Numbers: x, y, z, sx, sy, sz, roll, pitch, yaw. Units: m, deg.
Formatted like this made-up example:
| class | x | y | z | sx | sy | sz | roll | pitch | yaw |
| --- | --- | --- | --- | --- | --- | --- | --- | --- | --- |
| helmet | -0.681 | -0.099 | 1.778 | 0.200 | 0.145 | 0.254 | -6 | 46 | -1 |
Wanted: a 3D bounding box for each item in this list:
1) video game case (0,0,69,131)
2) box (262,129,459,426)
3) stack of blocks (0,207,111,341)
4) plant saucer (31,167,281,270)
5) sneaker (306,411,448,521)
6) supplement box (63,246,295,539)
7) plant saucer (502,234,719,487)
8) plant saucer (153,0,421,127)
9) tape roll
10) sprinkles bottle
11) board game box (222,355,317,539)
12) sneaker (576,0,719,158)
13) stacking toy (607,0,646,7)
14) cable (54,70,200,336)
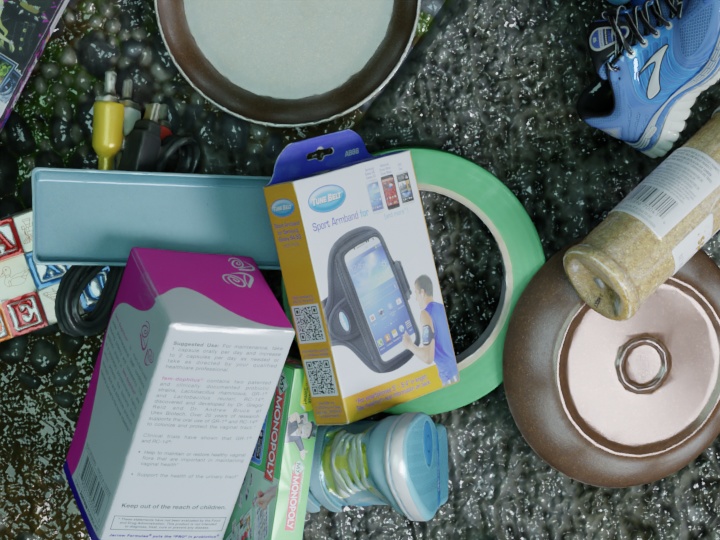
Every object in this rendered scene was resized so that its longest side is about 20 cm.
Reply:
| class | x | y | z | sx | sy | sz | roll | pitch | yaw |
| --- | --- | --- | --- | --- | --- | --- | --- | --- | --- |
| video game case | -0.339 | -0.178 | 1.638 | 0.199 | 0.036 | 0.182 | 25 | 76 | -3 |
| box | 0.000 | 0.000 | 1.600 | 0.119 | 0.041 | 0.201 | -18 | 99 | -42 |
| stack of blocks | -0.288 | -0.002 | 1.671 | 0.199 | 0.059 | 0.116 | -18 | 96 | 2 |
| plant saucer | -0.144 | -0.036 | 1.613 | 0.199 | 0.019 | 0.070 | 1 | 82 | -25 |
| sneaker | -0.007 | 0.144 | 1.622 | 0.130 | 0.200 | 0.080 | -1 | 81 | 8 |
| supplement box | -0.134 | 0.095 | 1.607 | 0.103 | 0.101 | 0.201 | 4 | 122 | -27 |
| plant saucer | 0.205 | 0.068 | 1.663 | 0.200 | 0.037 | 0.201 | -2 | 98 | -15 |
| plant saucer | -0.054 | -0.208 | 1.663 | 0.199 | 0.032 | 0.201 | 0 | 95 | 0 |
| tape roll | 0.040 | 0.007 | 1.677 | 0.200 | 0.048 | 0.201 | 0 | 96 | 0 |
| sprinkles bottle | 0.236 | -0.049 | 1.624 | 0.200 | 0.068 | 0.068 | -42 | 95 | -21 |
| board game box | -0.085 | 0.158 | 1.653 | 0.029 | 0.134 | 0.201 | 4 | 98 | -34 |
| sneaker | 0.212 | -0.162 | 1.596 | 0.089 | 0.079 | 0.200 | 13 | 137 | -12 |
| stacking toy | 0.243 | -0.213 | 1.643 | 0.199 | 0.085 | 0.086 | 22 | 96 | -8 |
| cable | -0.177 | -0.042 | 1.644 | 0.050 | 0.097 | 0.201 | 7 | 76 | 40 |
